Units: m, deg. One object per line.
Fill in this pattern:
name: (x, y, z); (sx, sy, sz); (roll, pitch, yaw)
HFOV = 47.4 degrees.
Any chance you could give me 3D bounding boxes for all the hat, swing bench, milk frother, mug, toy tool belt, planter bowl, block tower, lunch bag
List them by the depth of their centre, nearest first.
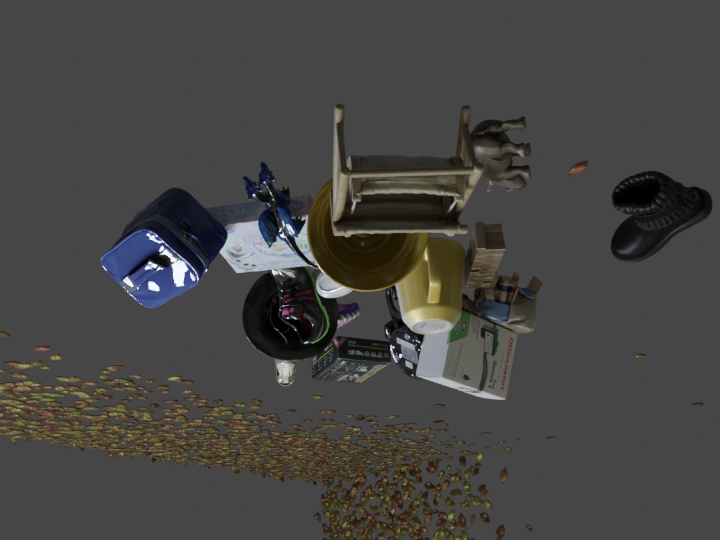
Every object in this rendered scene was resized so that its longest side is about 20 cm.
swing bench: (0.058, -0.125, 1.188); (0.196, 0.131, 0.201); (-2, 145, -5)
planter bowl: (0.008, -0.074, 1.346); (0.197, 0.204, 0.084); (0, -168, -7)
lunch bag: (-0.323, -0.030, 1.351); (0.136, 0.133, 0.199); (44, 136, -19)
mug: (0.124, 0.031, 1.568); (0.148, 0.155, 0.186); (-15, 153, 29)
block tower: (0.235, -0.025, 1.574); (0.057, 0.055, 0.201); (-3, 157, 0)
hat: (-0.148, 0.093, 1.687); (0.197, 0.204, 0.081); (3, 175, -14)
toy tool belt: (0.283, 0.051, 1.715); (0.197, 0.125, 0.125); (16, 168, -11)
milk frother: (0.149, 0.092, 1.754); (0.187, 0.180, 0.202); (-28, 141, -36)

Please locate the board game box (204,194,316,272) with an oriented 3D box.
board game box: (-0.160, -0.061, 1.465); (0.197, 0.044, 0.199); (-6, 157, 9)

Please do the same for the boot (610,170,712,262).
boot: (0.476, -0.092, 1.405); (0.156, 0.080, 0.211); (6, 146, -36)

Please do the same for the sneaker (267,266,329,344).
sneaker: (-0.126, 0.054, 1.590); (0.076, 0.084, 0.202); (-20, 106, 33)

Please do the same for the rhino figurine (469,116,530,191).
rhino figurine: (0.213, -0.166, 1.237); (0.086, 0.061, 0.200); (2, 161, 17)

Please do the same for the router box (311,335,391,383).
router box: (-0.027, 0.236, 2.140); (0.148, 0.063, 0.200); (9, 154, -22)

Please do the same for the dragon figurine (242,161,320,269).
dragon figurine: (-0.128, -0.076, 1.310); (0.058, 0.202, 0.100); (-18, -168, 13)

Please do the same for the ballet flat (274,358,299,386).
ballet flat: (-0.195, 0.261, 2.182); (0.066, 0.065, 0.201); (0, 156, -5)

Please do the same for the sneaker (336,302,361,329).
sneaker: (-0.090, 0.092, 1.793); (0.198, 0.089, 0.080); (-16, 165, -31)

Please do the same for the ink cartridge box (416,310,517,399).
ink cartridge box: (0.221, 0.171, 1.680); (0.198, 0.148, 0.084); (21, 165, -36)

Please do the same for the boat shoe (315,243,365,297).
boat shoe: (-0.014, -0.010, 1.531); (0.199, 0.074, 0.065); (-35, 167, 24)

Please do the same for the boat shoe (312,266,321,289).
boat shoe: (0.000, 0.000, 1.601); (0.198, 0.073, 0.068); (-24, 171, 28)
